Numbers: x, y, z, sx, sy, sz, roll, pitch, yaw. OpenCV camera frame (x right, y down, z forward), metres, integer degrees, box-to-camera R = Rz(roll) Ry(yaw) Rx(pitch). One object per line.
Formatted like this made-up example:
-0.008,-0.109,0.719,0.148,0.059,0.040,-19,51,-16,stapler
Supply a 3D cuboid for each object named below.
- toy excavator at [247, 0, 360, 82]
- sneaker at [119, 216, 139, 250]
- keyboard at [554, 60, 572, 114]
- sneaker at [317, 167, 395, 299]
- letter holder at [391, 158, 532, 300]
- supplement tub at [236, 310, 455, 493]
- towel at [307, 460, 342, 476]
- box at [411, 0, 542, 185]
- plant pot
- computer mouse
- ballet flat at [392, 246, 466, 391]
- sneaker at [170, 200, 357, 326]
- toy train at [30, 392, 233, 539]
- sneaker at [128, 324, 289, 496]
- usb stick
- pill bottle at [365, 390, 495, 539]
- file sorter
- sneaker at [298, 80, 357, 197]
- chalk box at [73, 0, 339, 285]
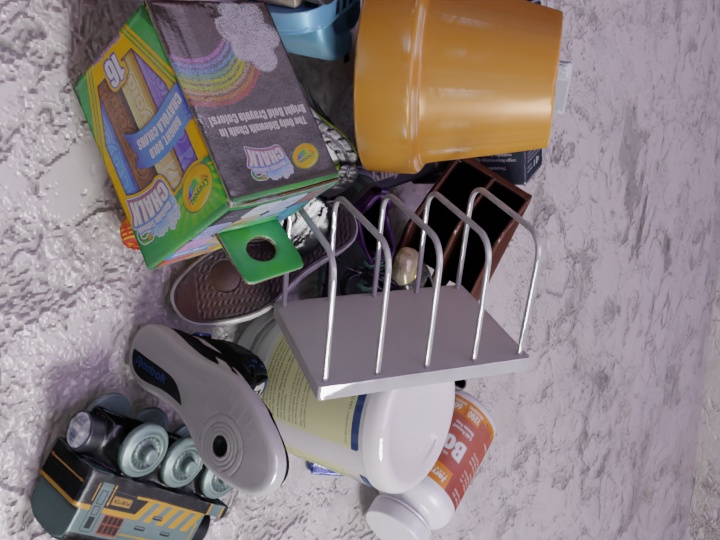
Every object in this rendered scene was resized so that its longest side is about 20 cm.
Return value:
-0.032,-0.248,0.837,0.195,0.098,0.203,-49,147,-41,toy excavator
-0.142,-0.064,0.744,0.199,0.072,0.079,-28,106,-56,sneaker
0.134,-0.216,0.927,0.011,0.195,0.058,-71,169,-65,keyboard
0.000,0.000,0.878,0.073,0.087,0.205,-12,114,-23,sneaker
0.100,-0.008,0.981,0.143,0.099,0.202,-50,166,-34,letter holder
-0.021,0.120,0.826,0.144,0.197,0.149,-22,118,-50,supplement tub
0.015,0.140,0.977,0.141,0.024,0.206,6,95,-20,towel
0.138,-0.214,1.005,0.107,0.145,0.205,-41,131,-60,box
0.101,-0.191,0.816,0.200,0.179,0.206,7,90,-78,plant pot
-0.031,-0.023,0.781,0.059,0.034,0.200,-44,124,4,computer mouse
0.077,0.053,0.916,0.067,0.056,0.202,-51,136,-31,ballet flat
-0.096,0.001,0.812,0.197,0.084,0.074,-26,92,-25,sneaker
-0.186,0.183,0.721,0.116,0.084,0.200,-60,143,-7,toy train
-0.102,0.110,0.716,0.111,0.199,0.074,13,110,-54,sneaker
0.026,-0.116,0.929,0.197,0.032,0.057,-20,116,-27,usb stick
0.090,0.260,1.093,0.201,0.110,0.114,-53,136,-33,pill bottle
0.037,0.009,0.725,0.195,0.139,0.127,-5,117,-20,file sorter
-0.081,-0.159,0.797,0.073,0.081,0.201,-37,119,3,sneaker
-0.110,-0.085,0.644,0.123,0.123,0.204,-19,85,-48,chalk box
